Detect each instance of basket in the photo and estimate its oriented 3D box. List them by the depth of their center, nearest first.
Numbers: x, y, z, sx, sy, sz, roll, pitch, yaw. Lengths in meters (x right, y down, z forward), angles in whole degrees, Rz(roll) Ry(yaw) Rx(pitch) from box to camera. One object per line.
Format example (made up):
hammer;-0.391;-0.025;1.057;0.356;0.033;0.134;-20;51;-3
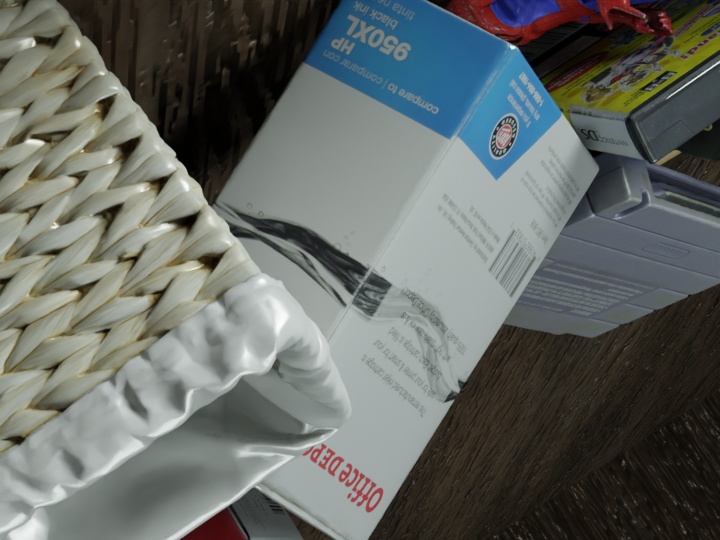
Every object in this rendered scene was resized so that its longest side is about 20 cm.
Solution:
basket;-0.128;0.029;0.909;0.200;0.161;0.198;-33;168;-2

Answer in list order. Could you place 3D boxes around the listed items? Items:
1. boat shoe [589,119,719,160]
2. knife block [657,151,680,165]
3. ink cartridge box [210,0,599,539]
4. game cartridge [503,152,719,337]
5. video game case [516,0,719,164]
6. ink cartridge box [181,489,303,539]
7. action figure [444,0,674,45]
boat shoe;0.172;-0.089;1.219;0.201;0.063;0.074;-10;-155;46
knife block;0.119;-0.073;1.391;0.175;0.064;0.200;-40;167;25
ink cartridge box;0.000;0.000;1.082;0.201;0.084;0.145;-58;155;-6
game cartridge;0.114;-0.010;1.259;0.129;0.039;0.200;-20;164;27
video game case;0.158;-0.118;1.184;0.200;0.026;0.181;-34;-160;-16
ink cartridge box;-0.156;0.188;1.607;0.200;0.084;0.176;-36;167;8
action figure;0.111;-0.123;1.111;0.199;0.052;0.065;-12;170;22
